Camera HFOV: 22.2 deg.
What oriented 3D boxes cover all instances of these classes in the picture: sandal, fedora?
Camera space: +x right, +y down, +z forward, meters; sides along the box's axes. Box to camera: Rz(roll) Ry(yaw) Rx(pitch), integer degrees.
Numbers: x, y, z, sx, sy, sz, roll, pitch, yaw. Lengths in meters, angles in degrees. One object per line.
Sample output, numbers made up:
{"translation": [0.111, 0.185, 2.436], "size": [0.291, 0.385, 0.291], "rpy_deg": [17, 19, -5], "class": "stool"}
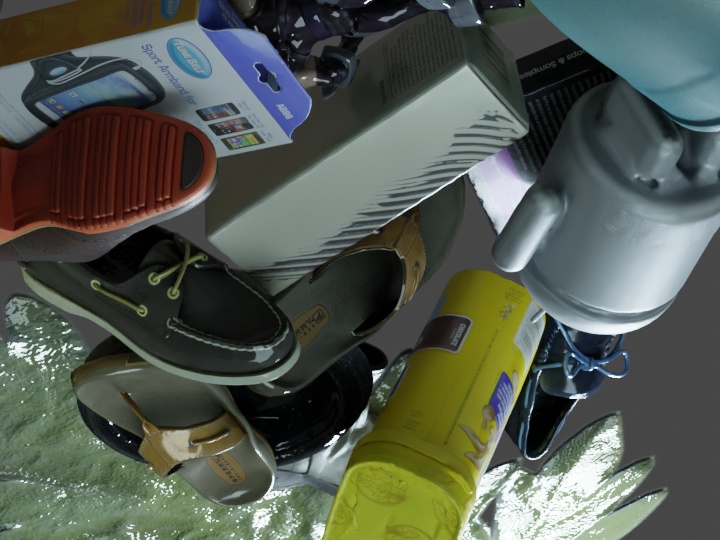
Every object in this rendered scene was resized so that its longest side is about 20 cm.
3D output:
{"translation": [-0.112, 0.112, 1.191], "size": [0.080, 0.054, 0.200], "rpy_deg": [-21, 139, 15], "class": "sandal"}
{"translation": [0.000, 0.000, 1.157], "size": [0.200, 0.055, 0.082], "rpy_deg": [-43, 107, -18], "class": "sandal"}
{"translation": [-0.093, 0.056, 1.247], "size": [0.199, 0.092, 0.201], "rpy_deg": [-6, 141, -4], "class": "fedora"}

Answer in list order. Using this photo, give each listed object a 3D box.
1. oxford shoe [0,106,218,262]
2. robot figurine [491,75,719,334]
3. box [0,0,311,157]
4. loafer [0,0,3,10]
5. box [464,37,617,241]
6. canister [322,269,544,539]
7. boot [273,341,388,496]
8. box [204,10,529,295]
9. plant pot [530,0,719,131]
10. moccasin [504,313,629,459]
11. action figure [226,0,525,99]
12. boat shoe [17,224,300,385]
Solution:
{"translation": [-0.150, -0.043, 1.036], "size": [0.199, 0.072, 0.072], "rpy_deg": [-6, 159, 34], "class": "oxford shoe"}
{"translation": [0.162, -0.038, 1.142], "size": [0.169, 0.113, 0.200], "rpy_deg": [-8, 145, -22], "class": "robot figurine"}
{"translation": [-0.128, -0.103, 1.025], "size": [0.199, 0.042, 0.119], "rpy_deg": [-11, 147, 21], "class": "box"}
{"translation": [-0.258, -0.088, 0.981], "size": [0.201, 0.072, 0.063], "rpy_deg": [-59, 172, 24], "class": "loafer"}
{"translation": [0.160, -0.100, 1.186], "size": [0.199, 0.036, 0.143], "rpy_deg": [-20, 145, 8], "class": "box"}
{"translation": [0.053, 0.113, 1.270], "size": [0.086, 0.200, 0.149], "rpy_deg": [23, 136, 7], "class": "canister"}
{"translation": [-0.005, 0.109, 1.380], "size": [0.199, 0.068, 0.131], "rpy_deg": [4, 134, -28], "class": "boot"}
{"translation": [0.000, -0.075, 1.110], "size": [0.199, 0.082, 0.068], "rpy_deg": [-32, 126, 23], "class": "box"}
{"translation": [0.145, -0.201, 0.929], "size": [0.187, 0.201, 0.200], "rpy_deg": [26, 129, -23], "class": "plant pot"}
{"translation": [0.162, 0.069, 1.381], "size": [0.080, 0.068, 0.201], "rpy_deg": [-3, 142, -17], "class": "moccasin"}
{"translation": [-0.010, -0.150, 1.031], "size": [0.199, 0.070, 0.130], "rpy_deg": [-12, 153, 20], "class": "action figure"}
{"translation": [-0.127, 0.007, 1.118], "size": [0.200, 0.072, 0.061], "rpy_deg": [22, 140, 21], "class": "boat shoe"}
